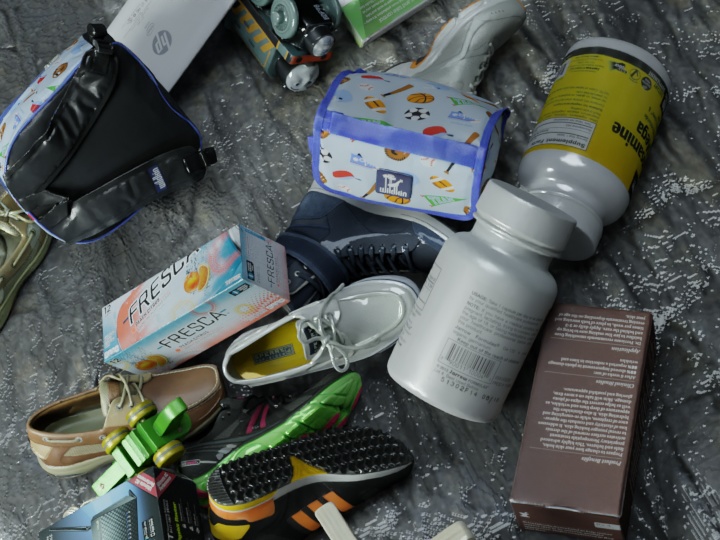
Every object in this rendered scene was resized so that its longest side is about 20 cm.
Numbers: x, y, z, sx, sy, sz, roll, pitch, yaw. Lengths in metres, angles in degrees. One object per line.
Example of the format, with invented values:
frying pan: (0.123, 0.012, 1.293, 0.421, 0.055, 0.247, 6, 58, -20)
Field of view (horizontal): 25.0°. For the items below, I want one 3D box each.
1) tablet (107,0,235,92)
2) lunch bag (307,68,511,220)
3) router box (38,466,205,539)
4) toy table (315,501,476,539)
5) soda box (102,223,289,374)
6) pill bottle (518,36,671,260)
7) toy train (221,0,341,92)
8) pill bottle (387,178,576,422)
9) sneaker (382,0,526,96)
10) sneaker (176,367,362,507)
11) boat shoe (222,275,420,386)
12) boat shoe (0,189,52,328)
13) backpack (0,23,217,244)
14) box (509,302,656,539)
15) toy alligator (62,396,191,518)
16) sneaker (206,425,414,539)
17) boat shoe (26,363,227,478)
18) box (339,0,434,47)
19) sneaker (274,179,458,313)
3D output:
tablet: (-0.225, -0.261, 1.783, 0.200, 0.014, 0.130, -52, 57, 15)
lunch bag: (0.047, -0.121, 1.547, 0.169, 0.200, 0.125, 13, 97, 6)
router box: (-0.207, 0.297, 1.448, 0.149, 0.062, 0.201, -32, 54, 24)
toy table: (0.029, 0.289, 1.388, 0.200, 0.117, 0.184, -44, 59, -11)
soda box: (-0.162, 0.033, 1.565, 0.199, 0.068, 0.064, -30, 53, 31)
pill bottle: (0.220, -0.116, 1.571, 0.112, 0.113, 0.201, 15, 66, 22)
toy train: (-0.097, -0.286, 1.759, 0.085, 0.114, 0.200, -15, 56, -37)
pill bottle: (0.114, 0.026, 1.473, 0.114, 0.114, 0.201, 30, 101, 28)
sneaker: (0.103, -0.198, 1.682, 0.200, 0.076, 0.092, -39, 66, 0)
sneaker: (-0.090, 0.142, 1.528, 0.199, 0.077, 0.084, -30, 61, -4)
boat shoe: (-0.039, 0.060, 1.510, 0.200, 0.086, 0.075, -17, 94, 11)
boat shoe: (-0.383, -0.020, 1.707, 0.073, 0.063, 0.202, 14, 66, 22)
backpack: (-0.286, -0.132, 1.677, 0.191, 0.200, 0.154, -46, 27, -11)
box: (0.204, 0.135, 1.456, 0.099, 0.075, 0.201, 6, 61, 18)
toy alligator: (-0.212, 0.181, 1.529, 0.059, 0.054, 0.200, 51, 119, 16)
sneaker: (-0.047, 0.207, 1.488, 0.199, 0.091, 0.070, -11, 36, -22)
boat shoe: (-0.228, 0.138, 1.562, 0.199, 0.074, 0.076, -22, 47, 2)
box: (0.007, -0.364, 1.766, 0.144, 0.036, 0.201, -32, 85, -6)
sneaker: (0.000, 0.001, 1.578, 0.201, 0.077, 0.147, 20, 60, 31)
